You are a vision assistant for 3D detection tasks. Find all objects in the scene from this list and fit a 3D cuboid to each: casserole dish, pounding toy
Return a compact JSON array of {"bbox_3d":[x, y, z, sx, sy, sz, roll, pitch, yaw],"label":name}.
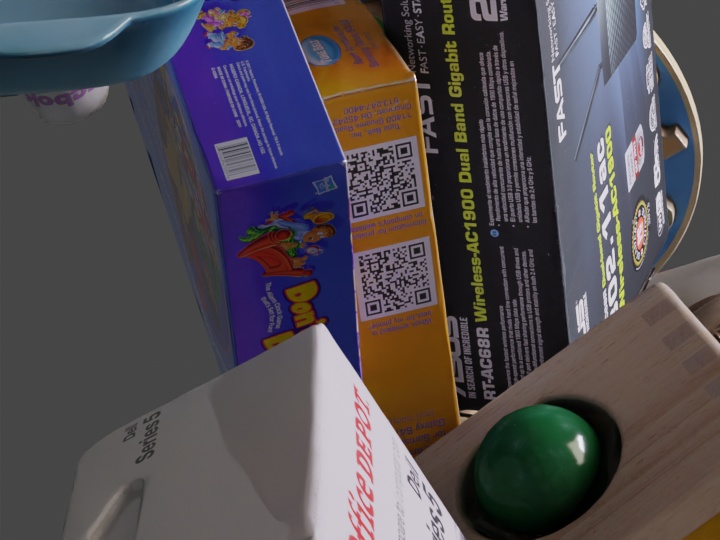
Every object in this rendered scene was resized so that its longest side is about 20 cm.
[{"bbox_3d":[-0.111,-0.112,0.819,0.200,0.121,0.039,-109,-161,-45],"label":"casserole dish"},{"bbox_3d":[0.085,0.126,0.963,0.200,0.184,0.142,54,0,-38],"label":"pounding toy"}]

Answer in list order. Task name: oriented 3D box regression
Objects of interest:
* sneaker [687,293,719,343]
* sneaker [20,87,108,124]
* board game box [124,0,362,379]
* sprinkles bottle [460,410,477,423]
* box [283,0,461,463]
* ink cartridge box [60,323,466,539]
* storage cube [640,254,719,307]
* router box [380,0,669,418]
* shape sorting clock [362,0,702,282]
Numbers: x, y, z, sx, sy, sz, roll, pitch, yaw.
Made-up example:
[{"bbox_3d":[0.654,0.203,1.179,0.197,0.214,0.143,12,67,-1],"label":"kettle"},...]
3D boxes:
[{"bbox_3d":[0.093,0.081,1.078,0.070,0.200,0.076,24,17,-28],"label":"sneaker"},{"bbox_3d":[-0.122,-0.126,0.950,0.200,0.075,0.100,-103,177,-52],"label":"sneaker"},{"bbox_3d":[-0.050,-0.056,0.983,0.135,0.045,0.200,87,-14,-48],"label":"board game box"},{"bbox_3d":[0.071,0.115,1.176,0.200,0.068,0.068,57,10,-21],"label":"sprinkles bottle"},{"bbox_3d":[0.000,0.000,1.022,0.119,0.041,0.201,-120,-158,-61],"label":"box"},{"bbox_3d":[0.006,0.135,0.740,0.200,0.084,0.146,57,10,-18],"label":"ink cartridge box"},{"bbox_3d":[0.217,0.100,1.190,0.180,0.170,0.200,56,27,-35],"label":"storage cube"},{"bbox_3d":[0.067,-0.065,1.053,0.150,0.062,0.201,-56,143,-53],"label":"router box"},{"bbox_3d":[0.048,-0.051,1.179,0.200,0.199,0.039,56,24,-25],"label":"shape sorting clock"}]
